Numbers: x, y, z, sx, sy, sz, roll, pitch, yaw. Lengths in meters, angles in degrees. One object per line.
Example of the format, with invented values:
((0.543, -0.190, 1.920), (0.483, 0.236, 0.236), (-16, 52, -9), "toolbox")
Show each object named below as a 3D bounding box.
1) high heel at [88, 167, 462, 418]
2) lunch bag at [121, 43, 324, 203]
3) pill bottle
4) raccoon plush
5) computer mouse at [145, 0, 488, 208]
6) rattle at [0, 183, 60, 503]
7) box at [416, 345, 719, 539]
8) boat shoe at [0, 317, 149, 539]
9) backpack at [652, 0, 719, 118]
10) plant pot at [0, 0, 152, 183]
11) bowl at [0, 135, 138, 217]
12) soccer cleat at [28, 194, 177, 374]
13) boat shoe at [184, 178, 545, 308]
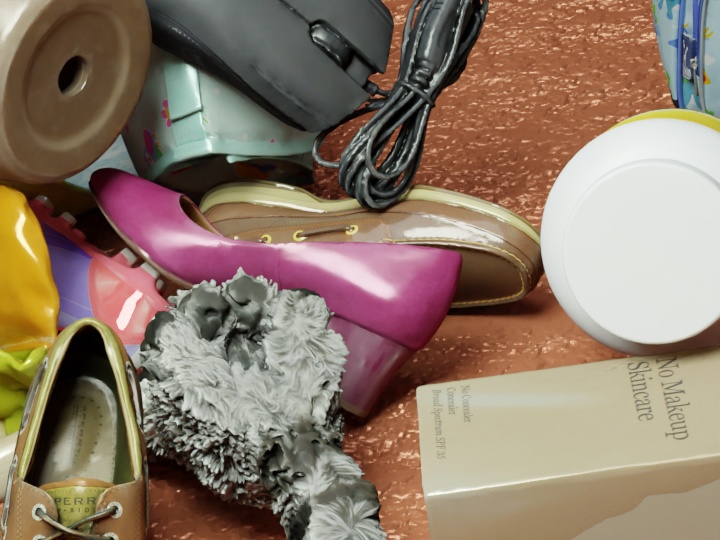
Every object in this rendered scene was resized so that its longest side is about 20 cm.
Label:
((-0.044, -0.018, 1.259), (0.200, 0.096, 0.067), (36, 5, 14), "high heel")
((-0.088, -0.129, 1.383), (0.122, 0.170, 0.200), (-9, -5, 1), "lunch bag")
((0.144, -0.018, 1.177), (0.112, 0.112, 0.200), (-4, 5, 11), "pill bottle")
((-0.060, 0.098, 1.167), (0.097, 0.134, 0.200), (-2, 59, -17), "raccoon plush")
((-0.037, -0.135, 1.270), (0.139, 0.200, 0.053), (-63, 8, -14), "computer mouse")
((-0.221, 0.067, 1.171), (0.200, 0.143, 0.130), (-22, 24, -17), "rattle")
((0.129, 0.091, 1.085), (0.200, 0.078, 0.095), (-9, 29, 2), "box")
((-0.127, 0.112, 1.072), (0.072, 0.068, 0.200), (-1, 53, -8), "boat shoe")
((0.257, -0.181, 1.408), (0.183, 0.200, 0.147), (-7, 29, 4), "backpack")
((-0.202, -0.125, 1.244), (0.175, 0.200, 0.200), (25, 43, 31), "plant pot")
((-0.233, -0.100, 1.477), (0.108, 0.200, 0.200), (-36, 21, 23), "bowl")
((-0.162, 0.014, 1.339), (0.076, 0.067, 0.200), (-49, 34, -11), "soccer cleat")
((0.000, 0.000, 1.309), (0.200, 0.072, 0.068), (4, 48, 20), "boat shoe")
